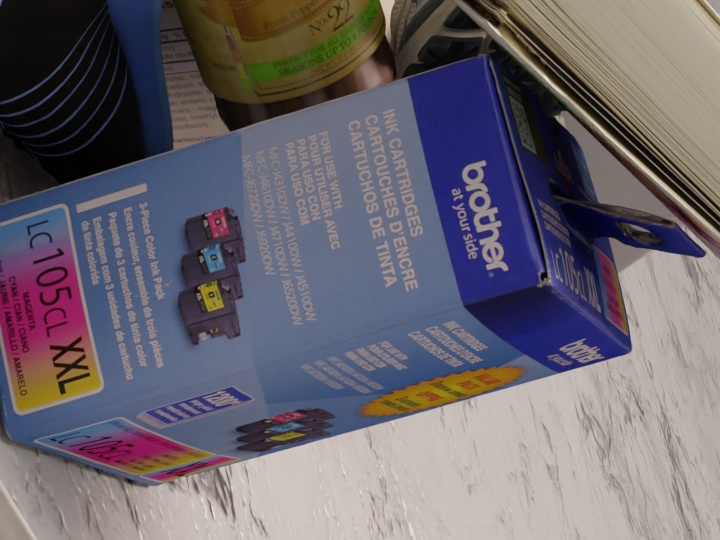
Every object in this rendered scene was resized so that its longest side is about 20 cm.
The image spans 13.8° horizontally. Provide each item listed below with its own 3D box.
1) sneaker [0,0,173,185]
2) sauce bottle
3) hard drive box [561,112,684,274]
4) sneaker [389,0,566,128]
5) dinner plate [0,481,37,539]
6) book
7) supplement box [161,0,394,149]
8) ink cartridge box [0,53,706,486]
[{"bbox_3d":[-0.101,-0.074,0.906,0.200,0.078,0.070,94,-16,-61],"label":"sneaker"},{"bbox_3d":[-0.045,-0.133,0.911,0.065,0.065,0.200,-90,162,-55],"label":"sauce bottle"},{"bbox_3d":[0.056,-0.092,1.316,0.156,0.077,0.200,52,7,-22],"label":"hard drive box"},{"bbox_3d":[0.037,-0.089,1.018,0.200,0.078,0.086,111,-33,-72],"label":"sneaker"},{"bbox_3d":[-0.069,0.107,0.745,0.200,0.024,0.200,56,-7,11],"label":"dinner plate"},{"bbox_3d":[0.095,-0.042,0.879,0.200,0.048,0.134,42,1,-25],"label":"book"},{"bbox_3d":[-0.048,-0.096,1.053,0.200,0.073,0.126,61,36,-42],"label":"supplement box"},{"bbox_3d":[0.000,0.000,0.904,0.136,0.200,0.076,31,43,-71],"label":"ink cartridge box"}]
